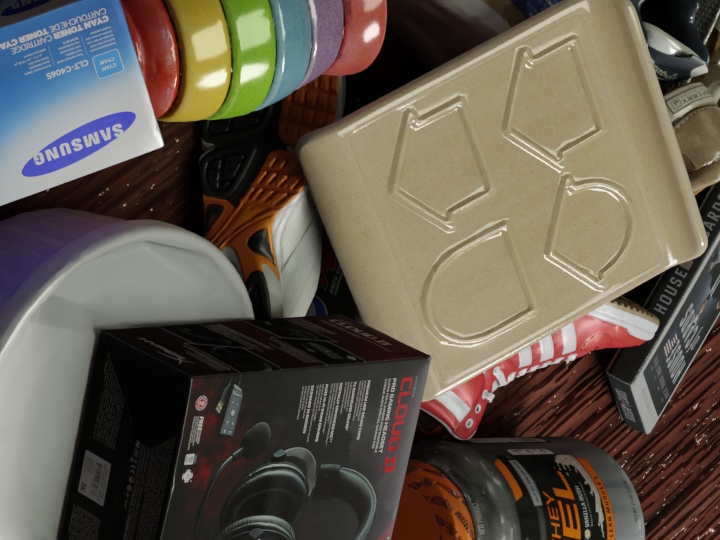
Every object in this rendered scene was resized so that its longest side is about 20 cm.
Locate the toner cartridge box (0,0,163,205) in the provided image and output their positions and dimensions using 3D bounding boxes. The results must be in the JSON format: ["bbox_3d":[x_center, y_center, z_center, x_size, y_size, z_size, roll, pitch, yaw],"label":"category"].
[{"bbox_3d":[-0.201,-0.072,1.322,0.199,0.043,0.095,-21,129,-7],"label":"toner cartridge box"}]

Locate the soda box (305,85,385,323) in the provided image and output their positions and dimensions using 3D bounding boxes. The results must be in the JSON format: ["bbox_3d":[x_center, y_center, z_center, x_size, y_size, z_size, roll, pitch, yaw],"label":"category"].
[{"bbox_3d":[0.000,0.000,1.627,0.063,0.071,0.201,13,99,-49],"label":"soda box"}]

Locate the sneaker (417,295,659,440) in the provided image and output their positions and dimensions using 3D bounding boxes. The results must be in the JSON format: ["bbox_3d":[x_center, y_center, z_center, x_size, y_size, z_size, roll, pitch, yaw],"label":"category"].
[{"bbox_3d":[0.092,0.053,1.744,0.199,0.071,0.113,12,98,-34],"label":"sneaker"}]

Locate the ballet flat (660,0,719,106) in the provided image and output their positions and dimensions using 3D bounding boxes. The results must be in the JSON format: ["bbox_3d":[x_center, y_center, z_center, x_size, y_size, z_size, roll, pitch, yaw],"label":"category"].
[{"bbox_3d":[0.238,-0.134,1.829,0.072,0.072,0.201,25,89,-51],"label":"ballet flat"}]

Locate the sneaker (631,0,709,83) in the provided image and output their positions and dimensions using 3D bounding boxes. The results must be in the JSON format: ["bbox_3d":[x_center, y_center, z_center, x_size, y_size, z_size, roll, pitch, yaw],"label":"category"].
[{"bbox_3d":[0.143,-0.116,1.684,0.079,0.129,0.200,19,94,-50],"label":"sneaker"}]

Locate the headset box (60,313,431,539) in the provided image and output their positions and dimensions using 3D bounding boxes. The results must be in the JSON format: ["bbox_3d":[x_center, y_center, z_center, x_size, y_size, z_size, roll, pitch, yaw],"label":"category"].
[{"bbox_3d":[-0.054,0.106,1.469,0.199,0.077,0.150,-1,109,-46],"label":"headset box"}]

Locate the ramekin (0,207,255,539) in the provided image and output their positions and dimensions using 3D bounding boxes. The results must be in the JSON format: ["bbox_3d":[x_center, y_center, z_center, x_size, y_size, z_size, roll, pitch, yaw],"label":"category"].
[{"bbox_3d":[-0.155,0.059,1.466,0.202,0.094,0.203,-24,126,-39],"label":"ramekin"}]

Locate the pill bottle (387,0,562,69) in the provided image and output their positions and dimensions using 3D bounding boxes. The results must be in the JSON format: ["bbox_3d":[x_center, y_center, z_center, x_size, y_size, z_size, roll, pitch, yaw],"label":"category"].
[{"bbox_3d":[0.105,-0.205,1.612,0.200,0.111,0.111,-54,139,-14],"label":"pill bottle"}]

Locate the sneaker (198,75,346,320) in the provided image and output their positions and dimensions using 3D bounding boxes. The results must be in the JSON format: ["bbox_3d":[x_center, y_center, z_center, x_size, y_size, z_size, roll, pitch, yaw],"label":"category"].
[{"bbox_3d":[-0.050,-0.034,1.570,0.092,0.075,0.201,9,98,-72],"label":"sneaker"}]

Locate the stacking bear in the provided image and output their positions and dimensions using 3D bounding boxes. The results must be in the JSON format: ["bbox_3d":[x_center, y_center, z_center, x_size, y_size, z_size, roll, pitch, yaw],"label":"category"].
[{"bbox_3d":[-0.097,-0.126,1.429,0.199,0.114,0.122,-20,148,-30],"label":"stacking bear"}]

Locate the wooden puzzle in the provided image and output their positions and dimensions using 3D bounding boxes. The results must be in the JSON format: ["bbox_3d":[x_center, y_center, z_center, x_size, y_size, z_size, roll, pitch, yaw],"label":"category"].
[{"bbox_3d":[0.078,-0.045,1.556,0.199,0.046,0.186,-26,121,-6],"label":"wooden puzzle"}]

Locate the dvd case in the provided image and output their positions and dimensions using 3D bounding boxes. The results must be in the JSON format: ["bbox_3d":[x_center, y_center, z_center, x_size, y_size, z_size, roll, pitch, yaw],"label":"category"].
[{"bbox_3d":[0.227,0.005,1.879,0.201,0.025,0.150,-60,164,-8],"label":"dvd case"}]

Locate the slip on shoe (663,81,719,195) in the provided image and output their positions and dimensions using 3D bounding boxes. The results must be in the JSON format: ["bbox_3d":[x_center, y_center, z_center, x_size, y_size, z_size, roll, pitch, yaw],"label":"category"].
[{"bbox_3d":[0.169,-0.042,1.725,0.076,0.061,0.200,-23,165,-35],"label":"slip on shoe"}]

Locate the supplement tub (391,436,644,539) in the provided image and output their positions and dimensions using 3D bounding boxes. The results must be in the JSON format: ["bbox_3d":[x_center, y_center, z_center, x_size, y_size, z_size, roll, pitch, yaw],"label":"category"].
[{"bbox_3d":[0.079,0.165,1.749,0.200,0.122,0.123,2,107,-53],"label":"supplement tub"}]
